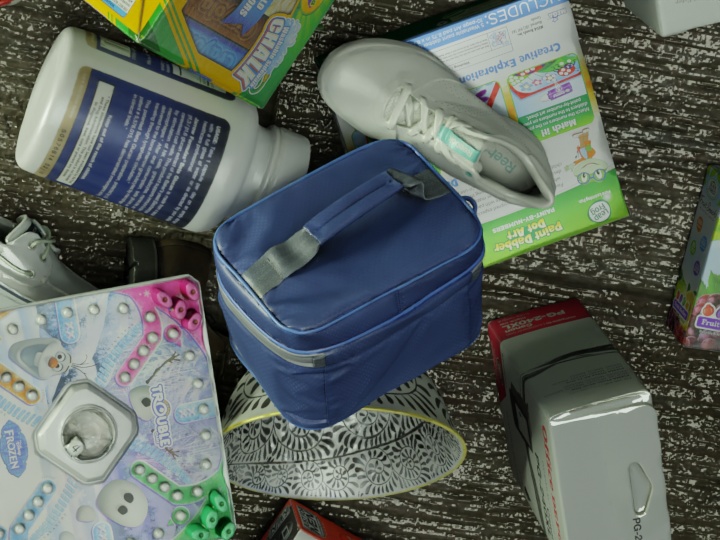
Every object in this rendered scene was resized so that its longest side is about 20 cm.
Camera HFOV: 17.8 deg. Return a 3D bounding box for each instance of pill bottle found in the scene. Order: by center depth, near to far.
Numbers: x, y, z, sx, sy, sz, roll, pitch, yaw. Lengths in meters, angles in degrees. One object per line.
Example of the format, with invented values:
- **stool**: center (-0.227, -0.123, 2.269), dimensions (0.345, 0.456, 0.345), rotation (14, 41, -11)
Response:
- **pill bottle**: center (-0.143, -0.094, 1.686), dimensions (0.199, 0.111, 0.112), rotation (20, 105, -16)

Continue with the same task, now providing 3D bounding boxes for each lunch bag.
- **lunch bag**: center (0.000, 0.000, 1.653), dimensions (0.199, 0.136, 0.133), rotation (-31, 146, -19)

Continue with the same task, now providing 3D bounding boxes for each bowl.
- **bowl**: center (-0.020, 0.101, 1.770), dimensions (0.199, 0.095, 0.201), rotation (-2, 155, -1)

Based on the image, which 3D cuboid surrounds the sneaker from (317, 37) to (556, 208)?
- **sneaker**: center (0.063, -0.105, 1.687), dimensions (0.199, 0.089, 0.076), rotation (26, 105, -17)

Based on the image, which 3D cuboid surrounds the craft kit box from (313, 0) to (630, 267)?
- **craft kit box**: center (0.087, -0.102, 1.762), dimensions (0.199, 0.049, 0.199), rotation (-19, 109, -3)

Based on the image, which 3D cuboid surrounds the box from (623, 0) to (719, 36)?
- **box**: center (0.263, -0.293, 1.689), dimensions (0.151, 0.106, 0.201), rotation (-13, 111, -6)

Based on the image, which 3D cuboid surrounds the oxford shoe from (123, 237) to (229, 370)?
- **oxford shoe**: center (-0.140, 0.074, 1.769), dimensions (0.084, 0.073, 0.201), rotation (-1, 111, -16)

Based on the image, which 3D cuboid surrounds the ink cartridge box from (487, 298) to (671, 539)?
- **ink cartridge box**: center (0.168, 0.129, 1.774), dimensions (0.083, 0.200, 0.146), rotation (-13, 111, -6)

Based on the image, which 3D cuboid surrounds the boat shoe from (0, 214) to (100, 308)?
- **boat shoe**: center (-0.259, -0.009, 1.715), dimensions (0.199, 0.074, 0.067), rotation (24, 105, -17)

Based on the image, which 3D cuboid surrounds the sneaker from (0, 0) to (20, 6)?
- **sneaker**: center (-0.297, -0.196, 1.623), dimensions (0.201, 0.108, 0.067), rotation (-39, 111, 5)

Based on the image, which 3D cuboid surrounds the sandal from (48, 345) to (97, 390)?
- **sandal**: center (-0.281, 0.068, 1.728), dimensions (0.205, 0.059, 0.080), rotation (7, 116, 20)

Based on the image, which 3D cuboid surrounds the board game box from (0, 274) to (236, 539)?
- **board game box**: center (-0.197, 0.118, 1.658), dimensions (0.199, 0.026, 0.201), rotation (-10, 99, -15)

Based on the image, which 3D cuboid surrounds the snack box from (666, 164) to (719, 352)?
- **snack box**: center (0.361, 0.003, 1.842), dimensions (0.199, 0.053, 0.143), rotation (8, 106, -13)

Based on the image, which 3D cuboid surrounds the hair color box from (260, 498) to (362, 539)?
- **hair color box**: center (0.000, 0.279, 1.847), dimensions (0.199, 0.061, 0.102), rotation (32, 102, -20)

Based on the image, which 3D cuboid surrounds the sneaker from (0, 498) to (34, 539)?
- **sneaker**: center (-0.303, 0.151, 1.703), dimensions (0.145, 0.081, 0.201), rotation (-4, 82, -4)

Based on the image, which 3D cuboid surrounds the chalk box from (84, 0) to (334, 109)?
- **chalk box**: center (-0.103, -0.207, 1.623), dimensions (0.124, 0.124, 0.200), rotation (-56, 145, 5)
